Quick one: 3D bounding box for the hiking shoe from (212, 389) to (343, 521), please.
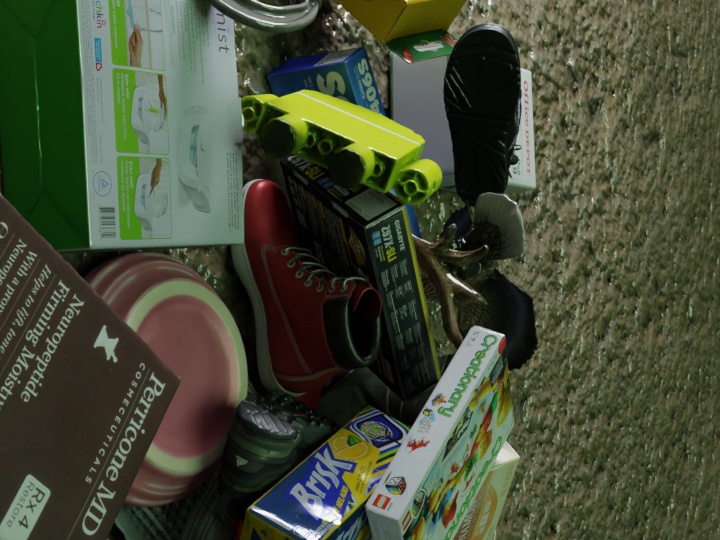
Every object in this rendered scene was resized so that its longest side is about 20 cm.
[{"bbox_3d":[-0.075,0.159,1.023,0.101,0.075,0.200,-61,161,1],"label":"hiking shoe"}]

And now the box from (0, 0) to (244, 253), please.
[{"bbox_3d":[-0.180,-0.116,0.946,0.176,0.096,0.203,-6,93,-56],"label":"box"}]

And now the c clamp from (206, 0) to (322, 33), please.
[{"bbox_3d":[-0.104,-0.259,1.019,0.170,0.200,0.027,-13,142,-52],"label":"c clamp"}]

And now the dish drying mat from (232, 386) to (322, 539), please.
[{"bbox_3d":[-0.070,0.162,1.108,0.077,0.018,0.202,54,38,-45],"label":"dish drying mat"}]

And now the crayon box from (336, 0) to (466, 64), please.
[{"bbox_3d":[0.019,-0.286,1.184,0.200,0.051,0.127,45,34,14],"label":"crayon box"}]

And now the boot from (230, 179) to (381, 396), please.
[{"bbox_3d":[-0.041,-0.002,1.078,0.072,0.144,0.202,-2,72,-42],"label":"boot"}]

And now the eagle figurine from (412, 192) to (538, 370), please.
[{"bbox_3d":[0.097,0.009,1.177,0.200,0.149,0.154,24,77,-65],"label":"eagle figurine"}]

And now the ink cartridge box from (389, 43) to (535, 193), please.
[{"bbox_3d":[0.120,-0.168,1.403,0.199,0.087,0.147,4,84,-57],"label":"ink cartridge box"}]

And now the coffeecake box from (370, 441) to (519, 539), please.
[{"bbox_3d":[0.039,0.238,1.153,0.199,0.073,0.155,-19,138,-32],"label":"coffeecake box"}]

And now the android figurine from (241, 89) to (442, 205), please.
[{"bbox_3d":[-0.015,-0.110,1.044,0.200,0.180,0.041,-45,157,-73],"label":"android figurine"}]

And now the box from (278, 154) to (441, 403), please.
[{"bbox_3d":[0.000,0.000,1.122,0.049,0.159,0.202,-28,127,-20],"label":"box"}]

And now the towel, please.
[{"bbox_3d":[-0.149,0.146,1.029,0.194,0.034,0.201,61,42,-33],"label":"towel"}]

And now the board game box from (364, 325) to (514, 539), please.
[{"bbox_3d":[0.072,0.162,1.035,0.201,0.034,0.127,-55,149,-33],"label":"board game box"}]

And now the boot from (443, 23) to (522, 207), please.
[{"bbox_3d":[0.130,-0.177,1.223,0.163,0.072,0.200,-69,160,-54],"label":"boot"}]

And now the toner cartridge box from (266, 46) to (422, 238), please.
[{"bbox_3d":[-0.014,-0.109,1.193,0.043,0.094,0.202,-43,122,-47],"label":"toner cartridge box"}]

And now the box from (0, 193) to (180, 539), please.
[{"bbox_3d":[-0.254,0.078,0.764,0.200,0.163,0.167,53,47,-40],"label":"box"}]

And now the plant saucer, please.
[{"bbox_3d":[-0.155,0.084,0.969,0.200,0.050,0.203,11,76,-54],"label":"plant saucer"}]

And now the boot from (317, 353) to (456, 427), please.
[{"bbox_3d":[0.015,0.143,1.186,0.200,0.129,0.068,-54,132,-42],"label":"boot"}]

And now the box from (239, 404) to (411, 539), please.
[{"bbox_3d":[-0.021,0.187,0.987,0.200,0.064,0.071,-33,143,-57],"label":"box"}]
